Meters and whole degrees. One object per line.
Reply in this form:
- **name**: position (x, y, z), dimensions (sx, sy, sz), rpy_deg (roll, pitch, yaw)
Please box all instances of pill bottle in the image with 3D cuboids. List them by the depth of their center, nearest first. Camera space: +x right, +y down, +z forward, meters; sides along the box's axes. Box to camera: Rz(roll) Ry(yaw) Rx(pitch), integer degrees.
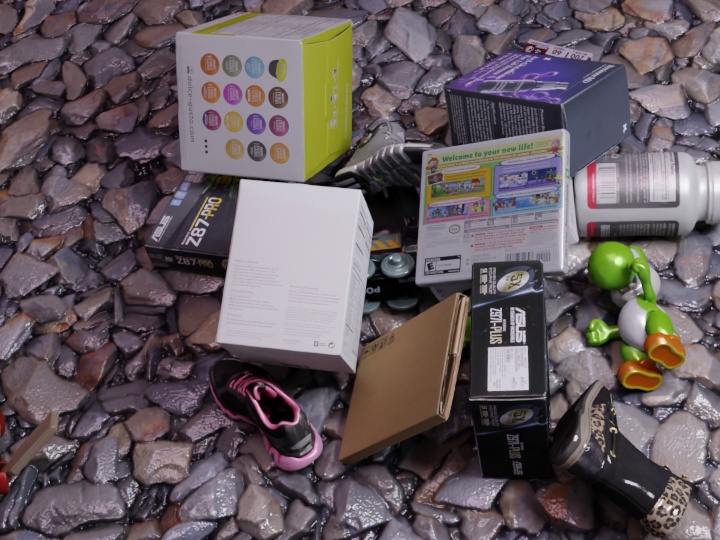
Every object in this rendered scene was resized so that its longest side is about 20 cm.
- **pill bottle**: position (0.384, -0.101, 1.521), dimensions (0.199, 0.111, 0.111), rpy_deg (0, 49, 12)

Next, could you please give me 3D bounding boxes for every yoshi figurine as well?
- **yoshi figurine**: position (0.328, 0.041, 1.416), dimensions (0.112, 0.112, 0.201), rpy_deg (-12, 45, 10)

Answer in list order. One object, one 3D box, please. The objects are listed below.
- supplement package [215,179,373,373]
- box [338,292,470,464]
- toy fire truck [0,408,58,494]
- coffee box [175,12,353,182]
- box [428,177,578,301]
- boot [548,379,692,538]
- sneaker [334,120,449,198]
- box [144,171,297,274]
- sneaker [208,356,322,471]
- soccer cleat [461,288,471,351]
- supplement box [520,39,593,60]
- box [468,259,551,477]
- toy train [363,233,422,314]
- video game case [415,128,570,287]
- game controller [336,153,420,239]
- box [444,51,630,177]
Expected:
- **supplement package**: position (-0.075, 0.010, 1.408), dimensions (0.151, 0.151, 0.201), rpy_deg (5, 78, 8)
- **box**: position (0.049, 0.131, 1.355), dimensions (0.200, 0.021, 0.164), rpy_deg (-33, 35, 47)
- **toy fire truck**: position (-0.472, 0.209, 1.440), dimensions (0.199, 0.129, 0.177), rpy_deg (-5, 47, -8)
- **coffee box**: position (-0.133, -0.257, 1.666), dimensions (0.197, 0.201, 0.200), rpy_deg (8, 22, 18)
- **box**: position (0.182, -0.051, 1.486), dimensions (0.199, 0.036, 0.145), rpy_deg (-24, 31, 22)
- **boot**: position (0.294, 0.208, 1.287), dimensions (0.150, 0.073, 0.200), rpy_deg (38, 18, 6)
- **sneaker**: position (0.056, -0.173, 1.601), dimensions (0.199, 0.075, 0.116), rpy_deg (-9, 44, 40)
- **box**: position (-0.200, -0.083, 1.673), dimensions (0.160, 0.049, 0.200), rpy_deg (7, 50, 21)
- **sneaker**: position (-0.124, 0.156, 1.418), dimensions (0.079, 0.096, 0.200), rpy_deg (-39, 51, -19)
- **soccer cleat**: position (0.093, 0.093, 1.450), dimensions (0.081, 0.068, 0.200), rpy_deg (11, 52, 37)
- **supplement box**: position (0.260, -0.252, 1.714), dimensions (0.108, 0.061, 0.200), rpy_deg (18, 57, 25)
- **box**: position (0.177, 0.115, 1.343), dimensions (0.086, 0.164, 0.201), rpy_deg (-2, 48, 10)
- **toy train**: position (0.000, 0.000, 1.540), dimensions (0.199, 0.085, 0.114), rpy_deg (-8, 39, 5)
- **video game case**: position (0.164, -0.075, 1.431), dimensions (0.199, 0.022, 0.183), rpy_deg (-6, 71, 31)
- **game controller**: position (0.028, -0.108, 1.660), dimensions (0.104, 0.042, 0.200), rpy_deg (-26, 47, 9)
- **box**: position (0.235, -0.211, 1.527), dimensions (0.199, 0.105, 0.148), rpy_deg (16, 38, 41)
